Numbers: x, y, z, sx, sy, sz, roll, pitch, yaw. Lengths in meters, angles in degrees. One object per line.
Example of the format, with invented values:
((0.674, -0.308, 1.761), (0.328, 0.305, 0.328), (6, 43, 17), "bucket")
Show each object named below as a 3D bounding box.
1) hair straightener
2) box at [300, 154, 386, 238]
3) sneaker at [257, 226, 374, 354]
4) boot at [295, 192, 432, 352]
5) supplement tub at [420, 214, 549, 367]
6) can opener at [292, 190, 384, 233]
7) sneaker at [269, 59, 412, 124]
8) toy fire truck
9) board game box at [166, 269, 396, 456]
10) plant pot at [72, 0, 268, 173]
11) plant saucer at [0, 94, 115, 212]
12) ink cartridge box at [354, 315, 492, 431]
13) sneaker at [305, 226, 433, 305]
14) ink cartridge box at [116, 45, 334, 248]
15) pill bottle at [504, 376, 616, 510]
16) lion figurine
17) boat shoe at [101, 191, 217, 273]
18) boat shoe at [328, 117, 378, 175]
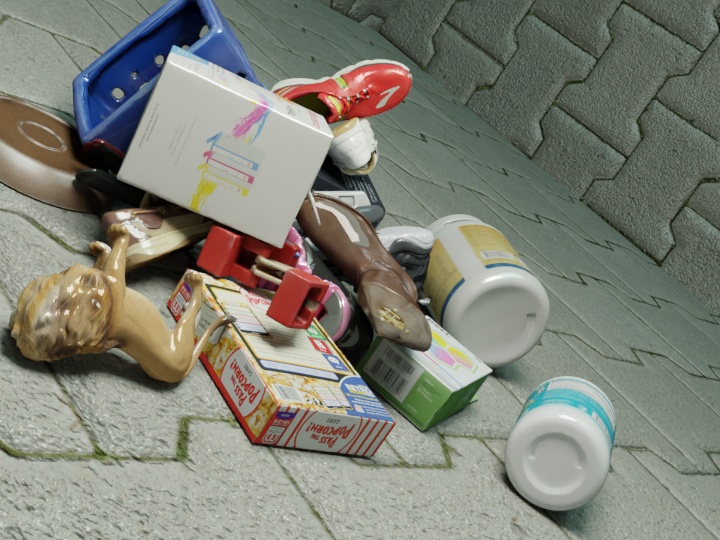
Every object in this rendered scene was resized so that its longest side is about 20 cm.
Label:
((-0.222, -0.057, 1.151), (0.200, 0.041, 0.077), (38, 52, -42), "hair straightener")
((-0.086, -0.109, 1.427), (0.200, 0.107, 0.149), (28, 18, -22), "box")
((-0.049, 0.025, 1.202), (0.095, 0.079, 0.200), (28, 18, -43), "sneaker")
((0.000, 0.000, 1.156), (0.186, 0.064, 0.200), (39, 12, -9), "boot")
((0.156, 0.022, 1.457), (0.144, 0.145, 0.200), (26, 19, -26), "supplement tub")
((-0.069, -0.072, 1.312), (0.199, 0.054, 0.067), (-3, -3, -27), "can opener")
((-0.026, -0.218, 1.408), (0.085, 0.199, 0.077), (-103, 179, -65), "sneaker")
((-0.084, 0.001, 1.075), (0.141, 0.049, 0.200), (27, 8, 12), "toy fire truck")
((-0.077, 0.087, 1.023), (0.151, 0.046, 0.200), (17, 24, -43), "board game box")
((-0.197, -0.182, 1.245), (0.180, 0.200, 0.200), (50, 6, -32), "plant pot")
((-0.345, -0.133, 1.149), (0.200, 0.032, 0.200), (31, 19, -11), "plant saucer")
((0.083, 0.110, 1.231), (0.104, 0.059, 0.200), (40, 18, 17), "ink cartridge box")
((-0.004, 0.013, 1.308), (0.199, 0.114, 0.075), (-8, 12, -13), "sneaker")
((-0.122, -0.120, 1.081), (0.199, 0.126, 0.129), (23, 14, -14), "ink cartridge box")
((0.230, 0.185, 1.214), (0.111, 0.111, 0.200), (37, 17, 8), "pill bottle")
((-0.187, 0.045, 0.887), (0.200, 0.072, 0.123), (31, 50, -33), "lion figurine")
((-0.191, -0.056, 1.096), (0.200, 0.072, 0.072), (-31, 95, -58), "boat shoe")
((-0.010, -0.156, 1.417), (0.069, 0.071, 0.200), (60, 8, -4), "boat shoe")
